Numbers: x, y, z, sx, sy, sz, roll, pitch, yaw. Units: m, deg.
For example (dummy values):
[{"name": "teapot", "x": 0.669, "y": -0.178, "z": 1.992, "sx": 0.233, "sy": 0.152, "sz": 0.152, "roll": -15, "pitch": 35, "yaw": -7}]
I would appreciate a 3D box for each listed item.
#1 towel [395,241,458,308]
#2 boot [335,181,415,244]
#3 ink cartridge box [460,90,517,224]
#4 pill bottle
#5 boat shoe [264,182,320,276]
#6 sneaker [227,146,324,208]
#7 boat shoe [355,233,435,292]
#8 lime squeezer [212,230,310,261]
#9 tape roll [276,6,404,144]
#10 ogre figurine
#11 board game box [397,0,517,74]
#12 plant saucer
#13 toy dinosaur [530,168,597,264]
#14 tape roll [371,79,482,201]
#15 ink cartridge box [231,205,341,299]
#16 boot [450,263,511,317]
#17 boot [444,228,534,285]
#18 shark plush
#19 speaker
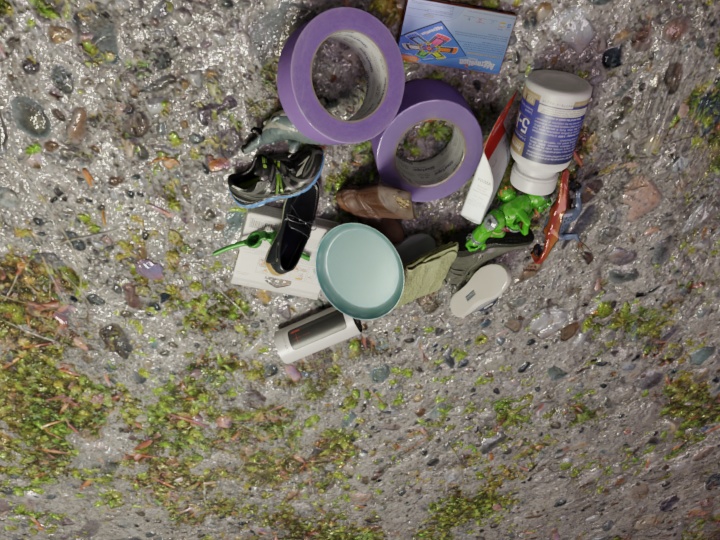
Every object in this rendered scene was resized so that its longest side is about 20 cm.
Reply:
[{"name": "towel", "x": 0.129, "y": 0.016, "z": 1.306, "sx": 0.145, "sy": 0.037, "sz": 0.201, "roll": -24, "pitch": 160, "yaw": -18}, {"name": "boot", "x": 0.061, "y": -0.105, "z": 1.166, "sx": 0.184, "sy": 0.198, "sz": 0.066, "roll": 30, "pitch": 78, "yaw": -28}, {"name": "ink cartridge box", "x": 0.254, "y": -0.210, "z": 1.135, "sx": 0.046, "sy": 0.161, "sz": 0.204, "roll": 25, "pitch": 128, "yaw": 10}, {"name": "pill bottle", "x": 0.342, "y": -0.251, "z": 1.136, "sx": 0.116, "sy": 0.121, "sz": 0.205, "roll": -1, "pitch": 126, "yaw": -9}, {"name": "boat shoe", "x": -0.121, "y": -0.084, "z": 1.175, "sx": 0.074, "sy": 0.062, "sz": 0.205, "roll": 29, "pitch": 78, "yaw": -33}, {"name": "sneaker", "x": -0.157, "y": -0.178, "z": 1.139, "sx": 0.194, "sy": 0.072, "sz": 0.083, "roll": -19, "pitch": 146, "yaw": 10}, {"name": "boat shoe", "x": 0.067, "y": -0.021, "z": 1.315, "sx": 0.197, "sy": 0.070, "sz": 0.072, "roll": -33, "pitch": 114, "yaw": -9}, {"name": "lime squeezer", "x": -0.193, "y": -0.052, "z": 1.216, "sx": 0.194, "sy": 0.039, "sz": 0.071, "roll": 2, "pitch": 158, "yaw": -13}, {"name": "tape roll", "x": -0.031, "y": -0.308, "z": 0.991, "sx": 0.194, "sy": 0.085, "sz": 0.207, "roll": -4, "pitch": 101, "yaw": -23}, {"name": "ogre figurine", "x": 0.307, "y": -0.112, "z": 1.239, "sx": 0.194, "sy": 0.101, "sz": 0.120, "roll": -10, "pitch": 166, "yaw": 0}, {"name": "board game box", "x": 0.161, "y": -0.401, "z": 1.053, "sx": 0.194, "sy": 0.020, "sz": 0.105, "roll": 4, "pitch": 127, "yaw": -13}, {"name": "plant saucer", "x": 0.000, "y": 0.000, "z": 1.235, "sx": 0.194, "sy": 0.027, "sz": 0.206, "roll": 9, "pitch": 114, "yaw": 21}, {"name": "toy dinosaur", "x": 0.396, "y": -0.104, "z": 1.269, "sx": 0.197, "sy": 0.105, "sz": 0.184, "roll": 26, "pitch": 104, "yaw": -36}, {"name": "tape roll", "x": 0.119, "y": -0.235, "z": 1.129, "sx": 0.193, "sy": 0.086, "sz": 0.204, "roll": -4, "pitch": 130, "yaw": -5}, {"name": "ink cartridge box", "x": -0.157, "y": -0.037, "z": 1.276, "sx": 0.194, "sy": 0.045, "sz": 0.179, "roll": 12, "pitch": 125, "yaw": -18}, {"name": "boot", "x": 0.287, "y": 0.040, "z": 1.374, "sx": 0.088, "sy": 0.075, "sz": 0.200, "roll": -8, "pitch": 160, "yaw": -33}, {"name": "boot", "x": 0.278, "y": -0.035, "z": 1.357, "sx": 0.194, "sy": 0.069, "sz": 0.132, "roll": -10, "pitch": 142, "yaw": -2}, {"name": "shark plush", "x": -0.129, "y": -0.238, "z": 1.080, "sx": 0.194, "sy": 0.091, "sz": 0.086, "roll": -15, "pitch": 102, "yaw": 10}, {"name": "speaker", "x": -0.098, "y": 0.141, "z": 1.411, "sx": 0.195, "sy": 0.082, "sz": 0.082, "roll": -23, "pitch": 130, "yaw": 10}]
